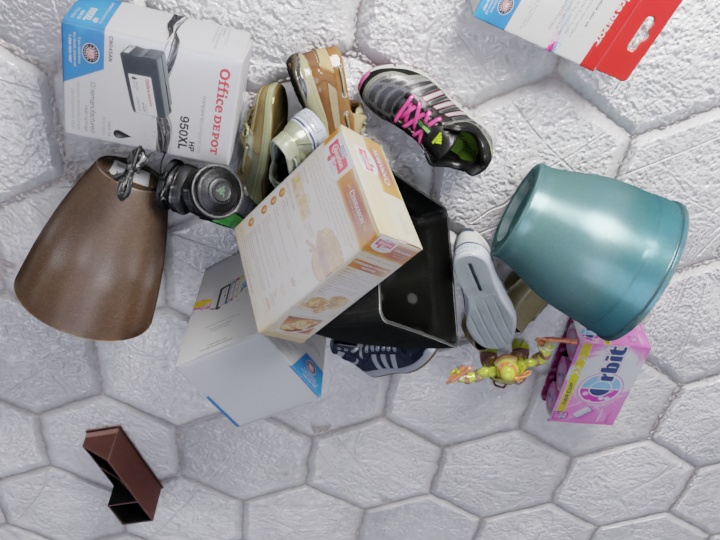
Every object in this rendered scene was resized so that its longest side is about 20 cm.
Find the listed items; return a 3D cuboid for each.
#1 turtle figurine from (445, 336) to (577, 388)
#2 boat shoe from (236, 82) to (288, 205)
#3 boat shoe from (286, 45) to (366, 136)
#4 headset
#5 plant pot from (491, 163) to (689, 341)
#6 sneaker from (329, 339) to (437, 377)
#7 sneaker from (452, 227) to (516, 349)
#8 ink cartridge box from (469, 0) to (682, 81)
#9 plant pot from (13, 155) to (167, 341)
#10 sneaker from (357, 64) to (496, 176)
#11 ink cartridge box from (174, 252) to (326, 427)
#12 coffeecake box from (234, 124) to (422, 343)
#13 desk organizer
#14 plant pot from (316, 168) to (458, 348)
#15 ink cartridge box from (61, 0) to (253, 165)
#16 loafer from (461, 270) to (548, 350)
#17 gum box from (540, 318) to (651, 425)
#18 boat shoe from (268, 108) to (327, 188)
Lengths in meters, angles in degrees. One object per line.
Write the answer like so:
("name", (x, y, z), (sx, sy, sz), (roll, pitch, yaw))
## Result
("turtle figurine", (0.232, 0.141, 1.089), (0.199, 0.161, 0.065), (-23, 88, 11))
("boat shoe", (-0.136, -0.152, 0.915), (0.063, 0.073, 0.201), (18, 138, 2))
("boat shoe", (-0.027, -0.182, 0.885), (0.074, 0.076, 0.201), (-24, 133, -5))
("headset", (-0.209, -0.087, 0.874), (0.123, 0.094, 0.200), (11, 164, 34))
("plant pot", (0.282, -0.041, 0.930), (0.187, 0.200, 0.201), (27, 126, -1))
("sneaker", (0.030, 0.106, 1.089), (0.108, 0.070, 0.200), (34, 147, -20))
("sneaker", (0.177, 0.026, 1.003), (0.073, 0.071, 0.201), (-6, 131, 17))
("ink cartridge box", (0.234, -0.303, 0.787), (0.199, 0.067, 0.116), (19, 127, -14))
("plant pot", (-0.335, -0.043, 0.951), (0.186, 0.187, 0.201), (21, 112, -16))
("sneaker", (0.087, -0.179, 0.876), (0.199, 0.088, 0.074), (28, 124, -20))
("ink cartridge box", (-0.144, 0.084, 1.019), (0.144, 0.201, 0.147), (-23, 126, 20))
("coffeecake box", (-0.045, -0.037, 0.814), (0.073, 0.154, 0.200), (18, 134, -44))
("desk organizer", (-0.449, 0.387, 1.345), (0.071, 0.077, 0.201), (-10, 128, 9))
("plant pot", (0.000, 0.000, 0.935), (0.177, 0.201, 0.199), (-12, 159, 31))
("ink cartridge box", (-0.238, -0.222, 0.847), (0.199, 0.084, 0.145), (10, 129, -9))
("loafer", (0.235, 0.056, 1.077), (0.076, 0.068, 0.200), (29, 124, -21))
("gum box", (0.376, 0.169, 1.167), (0.113, 0.066, 0.201), (4, 129, -4))
("boat shoe", (-0.085, -0.128, 0.886), (0.062, 0.072, 0.200), (-34, 166, -18))
